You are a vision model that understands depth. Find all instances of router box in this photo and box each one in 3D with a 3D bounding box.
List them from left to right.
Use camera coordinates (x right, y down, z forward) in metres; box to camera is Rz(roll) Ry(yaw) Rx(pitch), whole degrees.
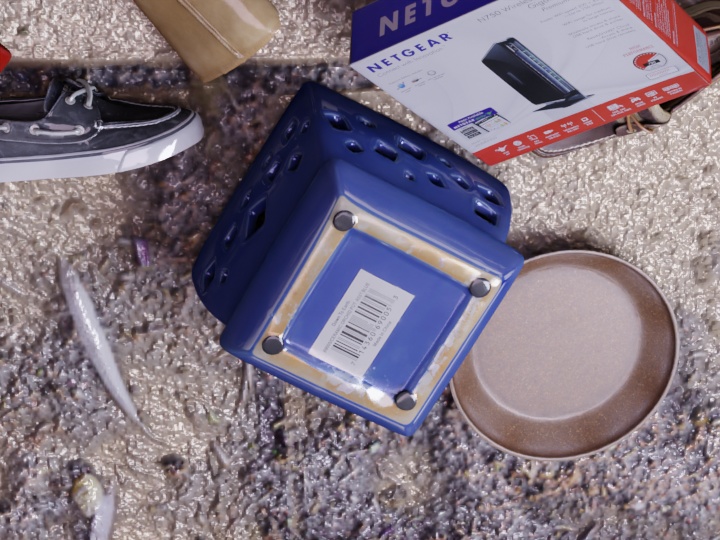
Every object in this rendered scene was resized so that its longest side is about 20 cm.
[{"bbox_3d":[0.123,-0.161,1.131,0.200,0.049,0.179,-19,147,36],"label":"router box"}]

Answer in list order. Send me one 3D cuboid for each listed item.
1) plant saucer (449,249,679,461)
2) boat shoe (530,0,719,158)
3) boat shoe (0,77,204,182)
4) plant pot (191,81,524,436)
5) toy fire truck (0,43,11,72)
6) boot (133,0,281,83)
[{"bbox_3d":[0.171,0.068,1.329,0.200,0.037,0.201,-3,114,-6],"label":"plant saucer"},{"bbox_3d":[0.218,-0.144,1.221,0.200,0.072,0.072,-25,114,5],"label":"boat shoe"},{"bbox_3d":[-0.222,-0.114,1.190,0.199,0.072,0.068,-5,116,4],"label":"boat shoe"},{"bbox_3d":[0.000,0.000,1.202,0.200,0.180,0.200,27,108,-18],"label":"plant pot"},{"bbox_3d":[-0.356,-0.168,1.089,0.168,0.200,0.112,39,92,22],"label":"toy fire truck"},{"bbox_3d":[-0.126,-0.244,1.115,0.200,0.066,0.175,47,145,-20],"label":"boot"}]
